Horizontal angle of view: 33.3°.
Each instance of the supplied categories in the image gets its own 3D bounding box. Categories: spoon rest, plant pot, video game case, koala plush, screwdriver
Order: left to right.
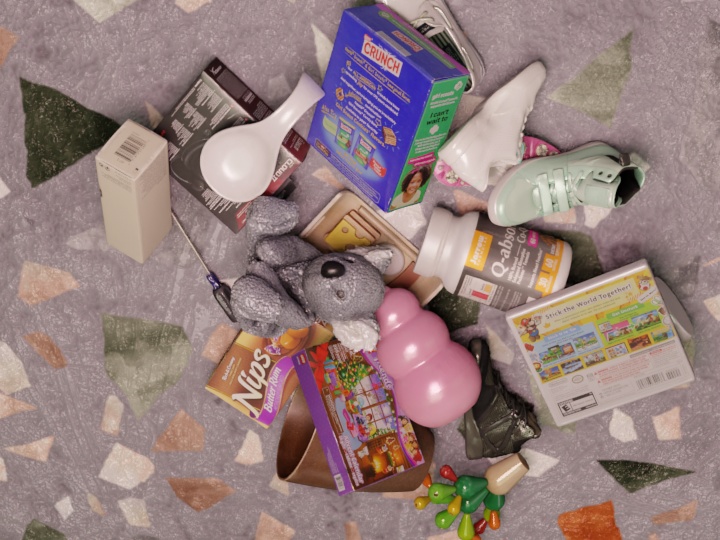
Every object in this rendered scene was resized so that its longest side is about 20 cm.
[{"bbox_3d":[-0.231,-0.008,1.756,0.029,0.028,0.201,-18,111,47],"label":"screwdriver"},{"bbox_3d":[-0.130,-0.169,1.562,0.099,0.061,0.200,42,112,-10],"label":"spoon rest"},{"bbox_3d":[-0.056,0.019,1.613,0.196,0.180,0.185,5,153,6],"label":"koala plush"},{"bbox_3d":[0.003,0.247,1.761,0.197,0.188,0.189,21,117,-14],"label":"plant pot"},{"bbox_3d":[0.316,0.099,1.589,0.197,0.023,0.184,-21,110,19],"label":"video game case"}]

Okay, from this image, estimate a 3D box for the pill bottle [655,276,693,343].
[{"bbox_3d":[0.350,0.102,1.660,0.199,0.113,0.113,-36,105,22],"label":"pill bottle"}]

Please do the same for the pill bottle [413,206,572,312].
[{"bbox_3d":[0.178,-0.012,1.636,0.197,0.117,0.118,18,116,0],"label":"pill bottle"}]

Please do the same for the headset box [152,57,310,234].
[{"bbox_3d":[-0.176,-0.162,1.647,0.199,0.077,0.149,41,114,-11],"label":"headset box"}]

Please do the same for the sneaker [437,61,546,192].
[{"bbox_3d":[0.184,-0.180,1.532,0.089,0.200,0.075,46,156,-6],"label":"sneaker"}]

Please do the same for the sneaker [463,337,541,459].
[{"bbox_3d":[0.204,0.185,1.745,0.112,0.077,0.203,-3,116,7],"label":"sneaker"}]

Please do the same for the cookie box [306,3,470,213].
[{"bbox_3d":[0.031,-0.207,1.533,0.171,0.075,0.202,43,133,27],"label":"cookie box"}]

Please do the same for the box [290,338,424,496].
[{"bbox_3d":[-0.003,0.191,1.655,0.039,0.136,0.203,-30,78,48],"label":"box"}]

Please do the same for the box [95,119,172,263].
[{"bbox_3d":[-0.306,-0.104,1.639,0.068,0.083,0.201,28,147,11],"label":"box"}]

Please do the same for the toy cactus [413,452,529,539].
[{"bbox_3d":[0.175,0.323,1.779,0.164,0.103,0.200,-38,132,14],"label":"toy cactus"}]

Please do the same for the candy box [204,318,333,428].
[{"bbox_3d":[-0.132,0.123,1.782,0.116,0.057,0.201,33,114,-7],"label":"candy box"}]

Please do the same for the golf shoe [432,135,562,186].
[{"bbox_3d":[0.179,-0.147,1.604,0.197,0.091,0.077,5,100,-17],"label":"golf shoe"}]

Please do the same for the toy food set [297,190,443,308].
[{"bbox_3d":[0.000,0.000,1.701,0.199,0.061,0.144,40,114,-10],"label":"toy food set"}]

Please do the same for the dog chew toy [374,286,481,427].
[{"bbox_3d":[0.079,0.112,1.652,0.124,0.124,0.202,-32,91,21],"label":"dog chew toy"}]

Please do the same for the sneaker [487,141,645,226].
[{"bbox_3d":[0.265,-0.104,1.533,0.198,0.118,0.075,-25,116,-13],"label":"sneaker"}]

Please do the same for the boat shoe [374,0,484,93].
[{"bbox_3d":[0.088,-0.311,1.541,0.200,0.067,0.074,42,114,-10],"label":"boat shoe"}]
